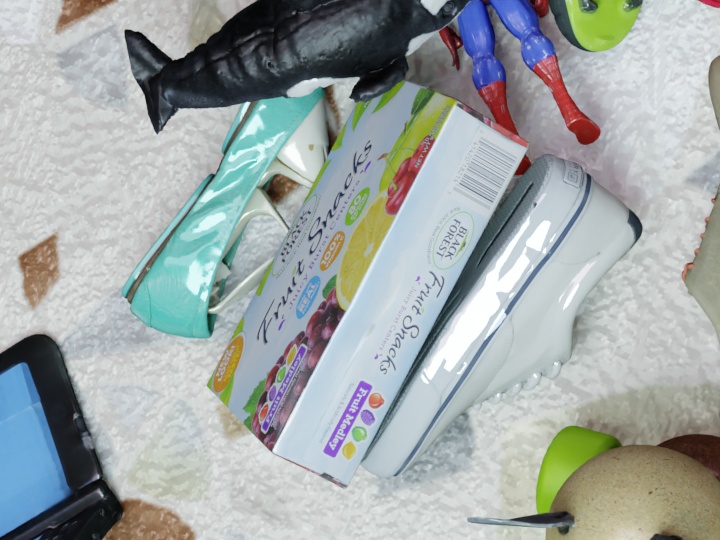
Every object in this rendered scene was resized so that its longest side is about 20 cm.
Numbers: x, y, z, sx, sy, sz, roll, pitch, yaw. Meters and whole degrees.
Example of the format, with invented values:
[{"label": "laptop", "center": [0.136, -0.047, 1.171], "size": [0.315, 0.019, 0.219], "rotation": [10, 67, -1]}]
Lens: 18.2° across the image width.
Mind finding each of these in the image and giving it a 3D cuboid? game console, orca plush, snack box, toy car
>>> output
[{"label": "game console", "center": [-0.250, 0.149, 1.283], "size": [0.199, 0.176, 0.117], "rotation": [-32, 97, 16]}, {"label": "orca plush", "center": [-0.038, -0.145, 1.203], "size": [0.199, 0.071, 0.106], "rotation": [-8, 57, 18]}, {"label": "snack box", "center": [0.000, 0.000, 1.191], "size": [0.201, 0.053, 0.142], "rotation": [-62, 19, 1]}, {"label": "toy car", "center": [0.132, 0.146, 1.061], "size": [0.163, 0.200, 0.159], "rotation": [13, 84, 26]}]

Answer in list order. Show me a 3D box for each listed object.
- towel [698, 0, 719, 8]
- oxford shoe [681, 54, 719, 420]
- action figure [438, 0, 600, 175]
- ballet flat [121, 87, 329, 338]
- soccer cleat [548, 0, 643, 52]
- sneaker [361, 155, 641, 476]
[{"label": "towel", "center": [0.128, -0.235, 1.174], "size": [0.199, 0.022, 0.146], "rotation": [18, 83, -15]}, {"label": "oxford shoe", "center": [0.193, -0.018, 1.142], "size": [0.074, 0.070, 0.201], "rotation": [-16, 72, 26]}, {"label": "action figure", "center": [0.069, -0.147, 1.236], "size": [0.065, 0.052, 0.201], "rotation": [-26, 65, 11]}, {"label": "ballet flat", "center": [-0.057, -0.048, 1.271], "size": [0.070, 0.067, 0.201], "rotation": [32, 93, 2]}, {"label": "soccer cleat", "center": [0.114, -0.217, 1.226], "size": [0.081, 0.067, 0.202], "rotation": [-6, 89, 62]}, {"label": "sneaker", "center": [0.073, 0.037, 1.176], "size": [0.071, 0.073, 0.200], "rotation": [31, 112, -12]}]
